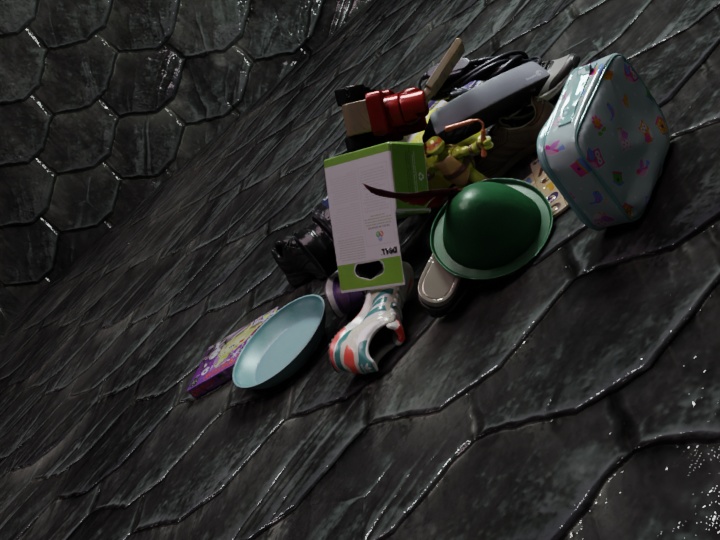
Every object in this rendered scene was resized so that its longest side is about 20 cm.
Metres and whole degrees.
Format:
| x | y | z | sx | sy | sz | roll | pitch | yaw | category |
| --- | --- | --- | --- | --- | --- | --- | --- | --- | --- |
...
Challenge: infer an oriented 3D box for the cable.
| x | y | z | sx | sy | sz | roll | pitch | yaw | category |
| --- | --- | --- | --- | --- | --- | --- | --- | --- | --- |
| 0.202 | -0.301 | 1.715 | 0.199 | 0.163 | 0.051 | -12 | 75 | 28 | cable |

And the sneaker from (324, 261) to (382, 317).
| x | y | z | sx | sy | sz | roll | pitch | yaw | category |
| --- | --- | --- | --- | --- | --- | --- | --- | --- | --- |
| 0.000 | 0.000 | 1.747 | 0.087 | 0.076 | 0.201 | -22 | 30 | 16 | sneaker |

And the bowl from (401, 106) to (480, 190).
| x | y | z | sx | sy | sz | roll | pitch | yaw | category |
| --- | --- | --- | --- | --- | --- | --- | --- | --- | --- |
| 0.114 | -0.207 | 1.785 | 0.201 | 0.107 | 0.200 | -53 | 8 | 11 | bowl |

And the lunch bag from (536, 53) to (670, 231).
| x | y | z | sx | sy | sz | roll | pitch | yaw | category |
| --- | --- | --- | --- | --- | --- | --- | --- | --- | --- |
| 0.301 | -0.163 | 1.320 | 0.077 | 0.160 | 0.201 | -21 | 31 | 47 | lunch bag |

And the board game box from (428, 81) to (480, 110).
| x | y | z | sx | sy | sz | roll | pitch | yaw | category |
| --- | --- | --- | --- | --- | --- | --- | --- | --- | --- |
| 0.176 | -0.288 | 1.968 | 0.200 | 0.057 | 0.165 | -45 | 22 | -3 | board game box |

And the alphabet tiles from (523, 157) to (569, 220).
| x | y | z | sx | sy | sz | roll | pitch | yaw | category |
| --- | --- | --- | --- | --- | --- | --- | --- | --- | --- |
| 0.293 | -0.142 | 1.519 | 0.166 | 0.006 | 0.200 | -37 | 21 | 19 | alphabet tiles |

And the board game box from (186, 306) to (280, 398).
| x | y | z | sx | sy | sz | roll | pitch | yaw | category |
| --- | --- | --- | --- | --- | --- | --- | --- | --- | --- |
| -0.224 | 0.149 | 1.929 | 0.199 | 0.032 | 0.120 | -30 | 28 | 34 | board game box |

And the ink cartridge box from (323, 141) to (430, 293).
| x | y | z | sx | sy | sz | roll | pitch | yaw | category |
| --- | --- | --- | --- | --- | --- | --- | --- | --- | --- |
| 0.028 | -0.075 | 1.560 | 0.075 | 0.202 | 0.147 | -5 | -2 | -42 | ink cartridge box |

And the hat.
| x | y | z | sx | sy | sz | roll | pitch | yaw | category |
| --- | --- | --- | --- | --- | --- | --- | --- | --- | --- |
| 0.146 | -0.099 | 1.383 | 0.165 | 0.177 | 0.200 | 25 | 65 | 34 | hat |

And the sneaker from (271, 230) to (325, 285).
| x | y | z | sx | sy | sz | roll | pitch | yaw | category |
| --- | --- | --- | --- | --- | --- | --- | --- | --- | --- |
| -0.094 | -0.032 | 1.939 | 0.199 | 0.091 | 0.076 | -20 | 29 | 47 | sneaker |

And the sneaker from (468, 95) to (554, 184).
| x | y | z | sx | sy | sz | roll | pitch | yaw | category |
| --- | --- | --- | --- | --- | --- | --- | --- | --- | --- |
| 0.224 | -0.203 | 1.674 | 0.199 | 0.076 | 0.071 | -33 | 23 | 28 | sneaker |

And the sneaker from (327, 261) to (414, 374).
| x | y | z | sx | sy | sz | roll | pitch | yaw | category |
| --- | --- | --- | --- | --- | --- | --- | --- | --- | --- |
| 0.040 | 0.071 | 1.528 | 0.093 | 0.071 | 0.200 | 7 | 50 | 43 | sneaker |

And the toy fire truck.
| x | y | z | sx | sy | sz | roll | pitch | yaw | category |
| --- | --- | --- | --- | --- | --- | --- | --- | --- | --- |
| 0.072 | -0.261 | 1.618 | 0.198 | 0.130 | 0.176 | -11 | 3 | 11 | toy fire truck |

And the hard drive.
| x | y | z | sx | sy | sz | roll | pitch | yaw | category |
| --- | --- | --- | --- | --- | --- | --- | --- | --- | --- |
| 0.186 | -0.248 | 1.639 | 0.199 | 0.043 | 0.135 | -28 | -8 | -8 | hard drive |

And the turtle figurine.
| x | y | z | sx | sy | sz | roll | pitch | yaw | category |
| --- | --- | --- | --- | --- | --- | --- | --- | --- | --- |
| 0.140 | -0.143 | 1.592 | 0.199 | 0.161 | 0.065 | -30 | 24 | 36 | turtle figurine |

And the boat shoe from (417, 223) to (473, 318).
| x | y | z | sx | sy | sz | roll | pitch | yaw | category |
| --- | --- | --- | --- | --- | --- | --- | --- | --- | --- |
| 0.139 | -0.020 | 1.488 | 0.072 | 0.063 | 0.201 | 21 | 62 | 22 | boat shoe |

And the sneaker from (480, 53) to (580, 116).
| x | y | z | sx | sy | sz | roll | pitch | yaw | category |
| --- | --- | --- | --- | --- | --- | --- | --- | --- | --- |
| 0.280 | -0.317 | 1.787 | 0.199 | 0.079 | 0.074 | -20 | 28 | 46 | sneaker |

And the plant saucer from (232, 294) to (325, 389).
| x | y | z | sx | sy | sz | roll | pitch | yaw | category |
| --- | --- | --- | --- | --- | --- | --- | --- | --- | --- |
| -0.125 | 0.125 | 1.754 | 0.199 | 0.036 | 0.200 | -34 | 25 | 18 | plant saucer |

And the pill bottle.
| x | y | z | sx | sy | sz | roll | pitch | yaw | category |
| --- | --- | --- | --- | --- | --- | --- | --- | --- | --- |
| -0.005 | -0.086 | 1.692 | 0.200 | 0.112 | 0.112 | -42 | 19 | -7 | pill bottle |
